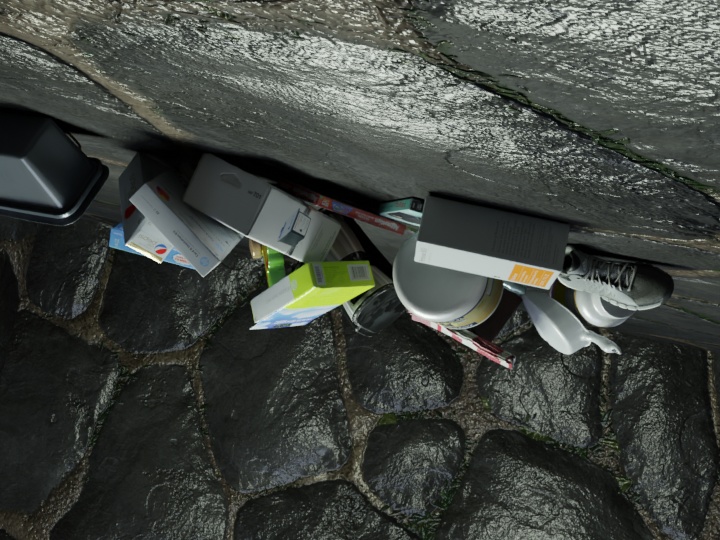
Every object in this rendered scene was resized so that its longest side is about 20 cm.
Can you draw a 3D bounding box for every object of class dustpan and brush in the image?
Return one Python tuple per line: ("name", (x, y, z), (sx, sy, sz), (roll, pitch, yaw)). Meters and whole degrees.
("dustpan and brush", (0.361, 0.104, 1.789), (0.140, 0.057, 0.200), (57, 173, -37))

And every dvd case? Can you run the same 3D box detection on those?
("dvd case", (0.141, -0.072, 1.606), (0.199, 0.022, 0.146), (13, 176, -18))

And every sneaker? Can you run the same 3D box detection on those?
("sneaker", (0.370, 0.008, 1.620), (0.199, 0.076, 0.115), (11, 174, 38))

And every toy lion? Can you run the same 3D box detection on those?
("toy lion", (-0.149, -0.029, 1.795), (0.068, 0.201, 0.192), (-7, 161, -8))

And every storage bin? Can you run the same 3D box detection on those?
("storage bin", (-0.504, -0.173, 1.617), (0.199, 0.146, 0.135), (11, 149, 31))

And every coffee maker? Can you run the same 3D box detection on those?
("coffee maker", (0.000, 0.000, 1.812), (0.192, 0.135, 0.200), (-6, -130, -51))

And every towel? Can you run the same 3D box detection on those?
("towel", (0.174, 0.116, 1.823), (0.199, 0.023, 0.144), (28, 175, 11))

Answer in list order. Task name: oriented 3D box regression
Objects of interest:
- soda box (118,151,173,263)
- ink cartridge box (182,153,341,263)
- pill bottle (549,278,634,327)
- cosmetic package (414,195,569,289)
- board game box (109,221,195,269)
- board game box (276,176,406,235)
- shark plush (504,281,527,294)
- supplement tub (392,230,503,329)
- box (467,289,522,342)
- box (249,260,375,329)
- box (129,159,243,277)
("soda box", (-0.329, -0.101, 1.647), (0.068, 0.064, 0.200), (29, -158, -31))
("ink cartridge box", (-0.146, -0.088, 1.589), (0.146, 0.086, 0.200), (28, -177, 33))
("pill bottle", (0.402, 0.044, 1.802), (0.104, 0.105, 0.200), (13, 176, -10))
("cosmetic package", (0.179, -0.038, 1.464), (0.199, 0.072, 0.101), (12, 165, 4))
("board game box", (-0.307, -0.062, 1.749), (0.150, 0.037, 0.200), (14, -161, 5))
("board game box", (-0.028, -0.099, 1.648), (0.199, 0.020, 0.103), (17, -174, -46))
("shark plush", (0.181, -0.016, 1.747), (0.198, 0.084, 0.091), (9, 176, -7))
("supplement tub", (0.141, 0.015, 1.627), (0.143, 0.145, 0.200), (12, 176, 20))
("box", (0.171, 0.027, 1.830), (0.200, 0.100, 0.075), (40, 172, -7))
("box", (-0.083, 0.040, 1.679), (0.121, 0.048, 0.200), (-2, 161, -39))
("box", (-0.254, -0.083, 1.599), (0.156, 0.041, 0.200), (47, -166, -8))
